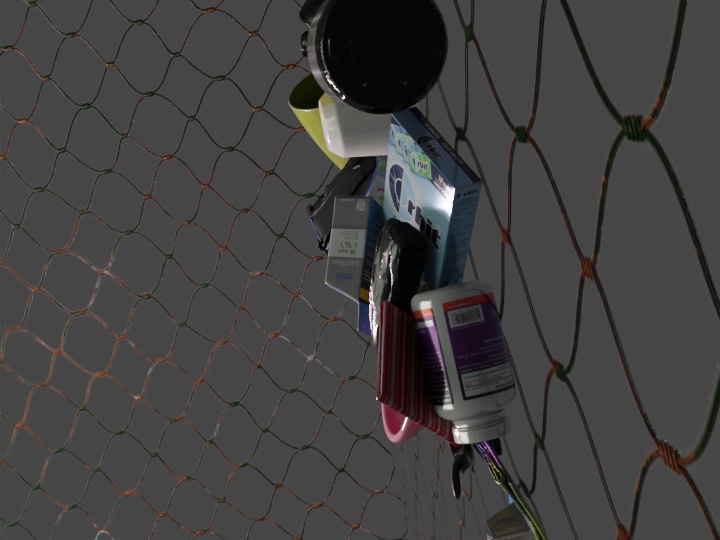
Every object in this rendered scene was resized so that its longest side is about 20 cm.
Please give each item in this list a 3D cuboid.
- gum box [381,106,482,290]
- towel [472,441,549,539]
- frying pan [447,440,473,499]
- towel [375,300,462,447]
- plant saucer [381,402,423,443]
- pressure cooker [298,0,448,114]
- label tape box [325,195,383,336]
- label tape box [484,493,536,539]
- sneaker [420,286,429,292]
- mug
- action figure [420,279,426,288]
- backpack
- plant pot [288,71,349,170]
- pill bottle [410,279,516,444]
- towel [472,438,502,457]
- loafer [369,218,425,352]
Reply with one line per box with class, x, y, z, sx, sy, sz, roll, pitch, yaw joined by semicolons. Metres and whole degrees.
gum box;0.091;-0.092;1.144;0.170;0.044;0.201;57;154;37
towel;0.196;0.287;1.126;0.144;0.023;0.200;58;-179;-18
frying pan;0.134;0.243;1.195;0.190;0.031;0.116;-14;-96;-81
towel;0.083;0.143;1.128;0.200;0.022;0.146;36;-134;-42
plant saucer;0.079;0.161;1.270;0.200;0.050;0.202;-173;90;-78
pressure cooker;0.013;-0.300;1.114;0.200;0.177;0.177;-125;20;-75
label tape box;0.000;0.000;1.297;0.144;0.063;0.202;33;-118;-68
label tape box;0.222;0.431;1.200;0.200;0.063;0.145;-114;13;-65
sneaker;0.095;0.058;1.477;0.090;0.075;0.200;-60;9;13
mug;0.009;-0.267;1.376;0.150;0.152;0.188;84;172;-57
action figure;0.119;-0.007;1.379;0.119;0.054;0.201;79;180;-46
backpack;0.012;-0.129;1.602;0.201;0.146;0.183;-56;28;20
plant pot;-0.020;-0.289;1.667;0.188;0.186;0.201;-110;-5;-55
pill bottle;0.138;0.119;1.095;0.112;0.112;0.202;134;123;-84
towel;0.154;0.171;1.285;0.200;0.034;0.194;23;125;61
loafer;0.046;0.024;1.164;0.070;0.068;0.202;46;137;50
